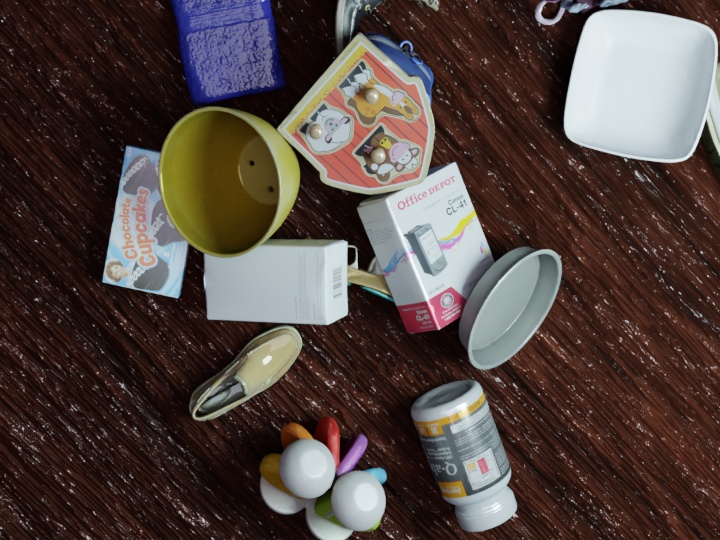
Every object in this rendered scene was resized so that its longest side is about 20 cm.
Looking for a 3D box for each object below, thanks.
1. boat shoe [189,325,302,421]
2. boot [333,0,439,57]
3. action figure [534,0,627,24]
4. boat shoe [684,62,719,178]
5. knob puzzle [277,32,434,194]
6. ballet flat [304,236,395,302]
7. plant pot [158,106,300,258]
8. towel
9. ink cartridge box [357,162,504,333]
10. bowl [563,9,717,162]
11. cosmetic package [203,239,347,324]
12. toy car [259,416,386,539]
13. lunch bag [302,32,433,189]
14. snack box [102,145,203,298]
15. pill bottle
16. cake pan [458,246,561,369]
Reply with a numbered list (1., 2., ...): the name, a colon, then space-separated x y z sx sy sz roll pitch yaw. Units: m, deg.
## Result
1. boat shoe: -0.168 0.160 1.531 0.199 0.076 0.072 -41 98 2
2. boot: 0.041 -0.395 1.475 0.147 0.073 0.204 10 92 -5
3. action figure: 0.316 -0.471 1.483 0.147 0.133 0.204 -18 85 42
4. boat shoe: 0.540 -0.208 1.524 0.067 0.075 0.203 -24 97 6
5. knob puzzle: 0.014 -0.183 1.386 0.215 0.031 0.224 2 117 3
6. ballet flat: 0.000 0.000 1.525 0.196 0.069 0.064 17 91 -6
7. plant pot: -0.162 -0.132 1.445 0.196 0.142 0.204 7 106 24
8. towel: -0.191 -0.349 1.481 0.145 0.050 0.204 -9 98 5
9. ink cartridge box: 0.102 -0.032 1.489 0.146 0.085 0.203 -28 101 -31
10. bowl: 0.404 -0.263 1.487 0.196 0.074 0.204 14 97 19
11. cosmetic package: -0.122 0.014 1.477 0.196 0.081 0.115 4 99 23
12. toy car: -0.045 0.300 1.532 0.198 0.175 0.151 33 58 -6
13. lunch bag: 0.015 -0.233 1.452 0.135 0.133 0.201 32 114 -12
14. snack box: -0.302 -0.071 1.512 0.114 0.037 0.204 11 97 -4
15. pill bottle: 0.158 0.276 1.545 0.114 0.116 0.203 -21 98 0
16. cake pan: 0.214 0.050 1.497 0.037 0.200 0.202 37 95 33
